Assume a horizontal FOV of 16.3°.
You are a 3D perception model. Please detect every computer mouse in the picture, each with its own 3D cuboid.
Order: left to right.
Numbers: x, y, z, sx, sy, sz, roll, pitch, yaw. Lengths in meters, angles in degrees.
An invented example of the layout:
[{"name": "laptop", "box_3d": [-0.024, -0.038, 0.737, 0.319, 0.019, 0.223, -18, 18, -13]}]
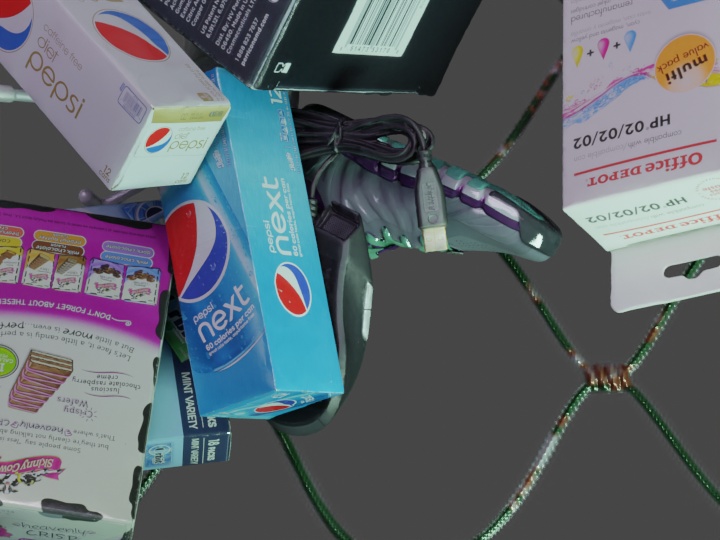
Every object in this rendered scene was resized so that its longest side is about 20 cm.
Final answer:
[{"name": "computer mouse", "box_3d": [0.000, 0.000, 1.522, 0.140, 0.046, 0.201, -2, 85, 35]}]

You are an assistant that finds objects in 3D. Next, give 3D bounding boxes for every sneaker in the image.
[{"name": "sneaker", "box_3d": [0.032, -0.030, 1.561, 0.200, 0.074, 0.088, 27, 93, 31]}]

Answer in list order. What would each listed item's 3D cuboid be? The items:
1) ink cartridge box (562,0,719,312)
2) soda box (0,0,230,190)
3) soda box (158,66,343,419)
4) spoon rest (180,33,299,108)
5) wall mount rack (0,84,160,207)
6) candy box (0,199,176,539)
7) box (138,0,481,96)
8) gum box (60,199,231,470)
[{"name": "ink cartridge box", "box_3d": [0.186, -0.086, 1.519, 0.115, 0.068, 0.201, -14, 60, 29]}, {"name": "soda box", "box_3d": [-0.167, -0.136, 1.492, 0.200, 0.068, 0.064, 48, 123, 27]}, {"name": "soda box", "box_3d": [-0.071, -0.015, 1.504, 0.064, 0.068, 0.201, -21, 74, 34]}, {"name": "spoon rest", "box_3d": [-0.105, -0.146, 1.649, 0.099, 0.061, 0.200, -51, 61, 25]}, {"name": "wall mount rack", "box_3d": [-0.194, -0.130, 1.603, 0.074, 0.174, 0.200, -26, 60, 2]}, {"name": "candy box", "box_3d": [-0.188, 0.063, 1.483, 0.136, 0.061, 0.201, 9, 59, -3]}, {"name": "box", "box_3d": [-0.052, -0.209, 1.573, 0.200, 0.196, 0.118, 38, 112, 27]}, {"name": "gum box", "box_3d": [-0.190, 0.045, 1.554, 0.199, 0.045, 0.170, -6, 61, -8]}]
